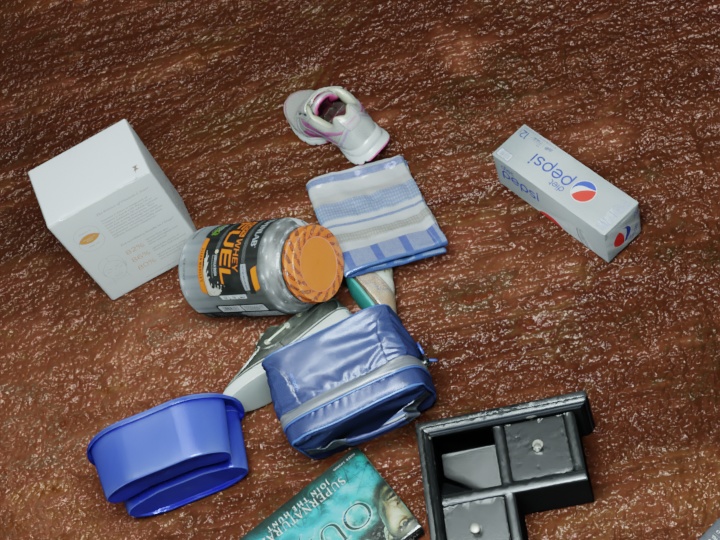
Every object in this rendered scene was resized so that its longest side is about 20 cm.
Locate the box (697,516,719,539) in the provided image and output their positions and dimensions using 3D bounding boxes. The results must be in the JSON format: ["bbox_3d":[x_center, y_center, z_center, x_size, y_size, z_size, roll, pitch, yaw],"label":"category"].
[{"bbox_3d":[0.446,0.321,1.246,0.182,0.104,0.200,-43,58,-9],"label":"box"}]

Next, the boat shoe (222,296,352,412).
[{"bbox_3d":[-0.099,0.105,1.572,0.200,0.071,0.064,-35,57,-14],"label":"boat shoe"}]

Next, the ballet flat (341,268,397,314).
[{"bbox_3d":[0.000,0.000,1.603,0.067,0.068,0.200,-38,58,-15],"label":"ballet flat"}]

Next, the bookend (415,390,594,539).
[{"bbox_3d":[0.175,0.259,1.376,0.198,0.092,0.200,-12,58,10],"label":"bookend"}]

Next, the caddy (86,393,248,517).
[{"bbox_3d":[-0.232,0.215,1.503,0.200,0.141,0.105,-22,61,4],"label":"caddy"}]

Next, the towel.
[{"bbox_3d":[0.019,-0.075,1.626,0.146,0.024,0.200,-15,44,-8],"label":"towel"}]

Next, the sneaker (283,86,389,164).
[{"bbox_3d":[-0.045,-0.222,1.722,0.081,0.088,0.200,-49,43,-14],"label":"sneaker"}]

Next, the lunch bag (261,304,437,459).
[{"bbox_3d":[-0.003,0.139,1.473,0.200,0.136,0.133,-26,70,7],"label":"lunch bag"}]

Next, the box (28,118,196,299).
[{"bbox_3d":[-0.326,-0.079,1.670,0.152,0.200,0.106,-28,56,-1],"label":"box"}]

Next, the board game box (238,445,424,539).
[{"bbox_3d":[-0.042,0.318,1.448,0.200,0.028,0.135,-38,56,-7],"label":"board game box"}]

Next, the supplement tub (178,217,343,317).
[{"bbox_3d":[-0.126,-0.003,1.576,0.200,0.123,0.123,-5,57,39],"label":"supplement tub"}]

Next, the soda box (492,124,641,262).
[{"bbox_3d":[0.262,-0.100,1.575,0.063,0.068,0.200,-42,58,-11],"label":"soda box"}]
